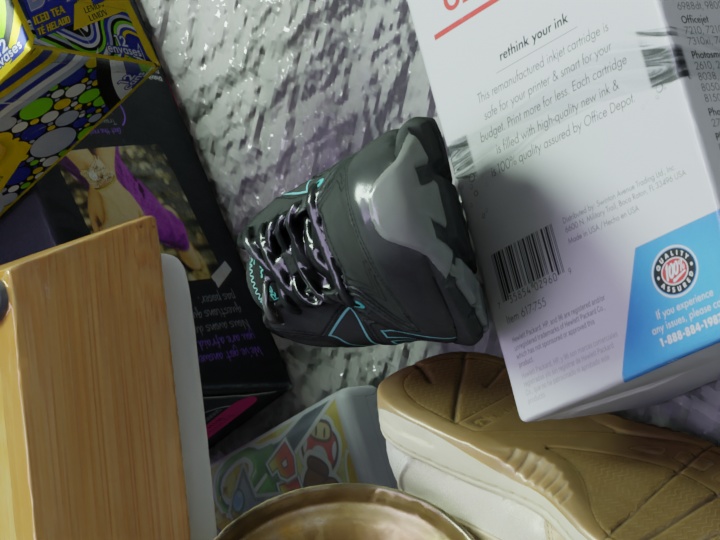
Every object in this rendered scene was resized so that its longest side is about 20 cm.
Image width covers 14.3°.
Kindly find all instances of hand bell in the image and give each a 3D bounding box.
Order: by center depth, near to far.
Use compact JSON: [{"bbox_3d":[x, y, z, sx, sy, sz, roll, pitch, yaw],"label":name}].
[{"bbox_3d":[-0.001,0.182,1.027,0.104,0.104,0.200,43,151,39],"label":"hand bell"}]

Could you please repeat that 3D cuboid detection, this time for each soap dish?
[{"bbox_3d":[-0.127,0.093,1.038,0.157,0.081,0.200,-16,77,46],"label":"soap dish"}]

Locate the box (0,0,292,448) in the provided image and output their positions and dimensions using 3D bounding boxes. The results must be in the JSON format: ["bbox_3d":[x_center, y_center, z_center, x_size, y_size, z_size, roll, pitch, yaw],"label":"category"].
[{"bbox_3d":[-0.133,-0.009,1.182,0.122,0.106,0.200,-37,65,35],"label":"box"}]

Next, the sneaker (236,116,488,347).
[{"bbox_3d":[0.000,0.000,0.979,0.200,0.079,0.076,81,176,-81],"label":"sneaker"}]

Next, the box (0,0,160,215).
[{"bbox_3d":[-0.173,-0.048,1.101,0.200,0.070,0.064,-40,63,30],"label":"box"}]

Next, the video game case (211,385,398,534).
[{"bbox_3d":[-0.025,0.169,1.146,0.182,0.023,0.200,-32,69,47],"label":"video game case"}]

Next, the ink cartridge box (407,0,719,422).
[{"bbox_3d":[0.086,-0.062,0.954,0.116,0.068,0.200,-27,74,48],"label":"ink cartridge box"}]

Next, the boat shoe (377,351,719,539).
[{"bbox_3d":[0.084,0.093,0.980,0.200,0.074,0.069,30,133,45],"label":"boat shoe"}]
